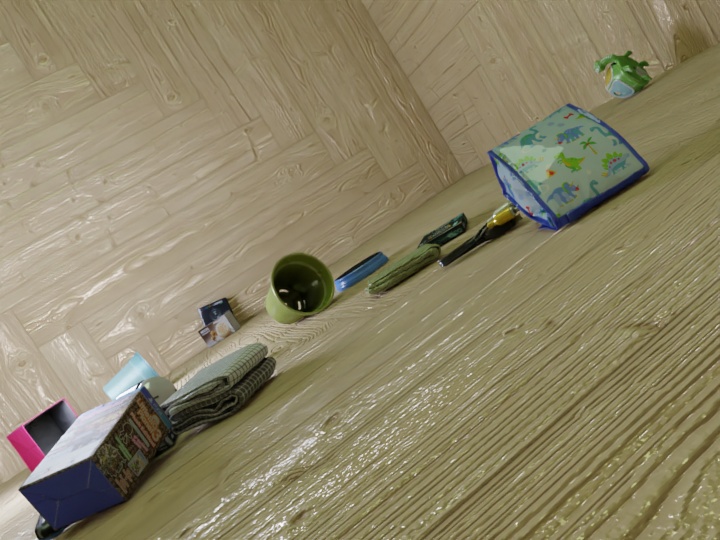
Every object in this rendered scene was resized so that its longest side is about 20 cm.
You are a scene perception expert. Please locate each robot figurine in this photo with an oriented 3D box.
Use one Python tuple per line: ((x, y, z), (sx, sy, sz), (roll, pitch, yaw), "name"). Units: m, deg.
((-0.567, 0.359, 1.580), (0.199, 0.125, 0.151), (-30, 35, 27), "robot figurine")

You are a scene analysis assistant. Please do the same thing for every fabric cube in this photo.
((-1.269, 0.677, 2.450), (0.199, 0.200, 0.196), (-31, 5, 36), "fabric cube")

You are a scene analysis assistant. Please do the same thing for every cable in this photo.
((0.236, -0.078, 1.188), (0.199, 0.050, 0.097), (-30, 4, 16), "cable")

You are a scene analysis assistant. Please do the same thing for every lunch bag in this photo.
((0.333, -0.158, 0.973), (0.170, 0.128, 0.200), (-33, 34, 2), "lunch bag")

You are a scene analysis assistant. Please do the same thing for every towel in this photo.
((-0.277, 0.236, 1.185), (0.199, 0.086, 0.166), (-29, 8, 24), "towel")
((0.096, -0.001, 1.420), (0.199, 0.037, 0.148), (-33, 4, 0), "towel")

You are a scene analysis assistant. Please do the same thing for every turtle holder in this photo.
((0.961, -0.714, 2.213), (0.184, 0.142, 0.132), (5, -32, -23), "turtle holder")

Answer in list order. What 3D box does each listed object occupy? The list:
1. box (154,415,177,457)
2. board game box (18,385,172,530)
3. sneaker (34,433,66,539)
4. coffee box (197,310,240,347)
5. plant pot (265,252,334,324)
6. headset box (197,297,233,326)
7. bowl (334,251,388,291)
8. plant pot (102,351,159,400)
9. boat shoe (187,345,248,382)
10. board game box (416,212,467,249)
((-0.470, 0.373, 1.224), (0.199, 0.050, 0.158), (-34, 5, -11), "box")
((-0.451, 0.320, 1.046), (0.159, 0.097, 0.200), (-25, 18, 15), "board game box")
((-0.546, 0.386, 1.083), (0.070, 0.083, 0.200), (-16, 42, 10), "sneaker")
((-0.776, 0.323, 3.308), (0.199, 0.115, 0.080), (-30, 6, 19), "coffee box")
((-0.205, 0.073, 1.845), (0.200, 0.201, 0.184), (-36, -5, -35), "plant pot")
((-0.811, 0.280, 3.439), (0.173, 0.201, 0.093), (-23, -2, -10), "headset box")
((0.000, 0.000, 2.000), (0.200, 0.039, 0.201), (-32, 5, 3), "bowl")
((-0.943, 0.476, 2.500), (0.196, 0.200, 0.200), (-42, 8, -21), "plant pot")
((-0.343, 0.266, 1.539), (0.199, 0.057, 0.067), (-30, -32, -14), "boat shoe")
((0.224, -0.100, 1.619), (0.135, 0.028, 0.200), (-31, 5, 16), "board game box")
